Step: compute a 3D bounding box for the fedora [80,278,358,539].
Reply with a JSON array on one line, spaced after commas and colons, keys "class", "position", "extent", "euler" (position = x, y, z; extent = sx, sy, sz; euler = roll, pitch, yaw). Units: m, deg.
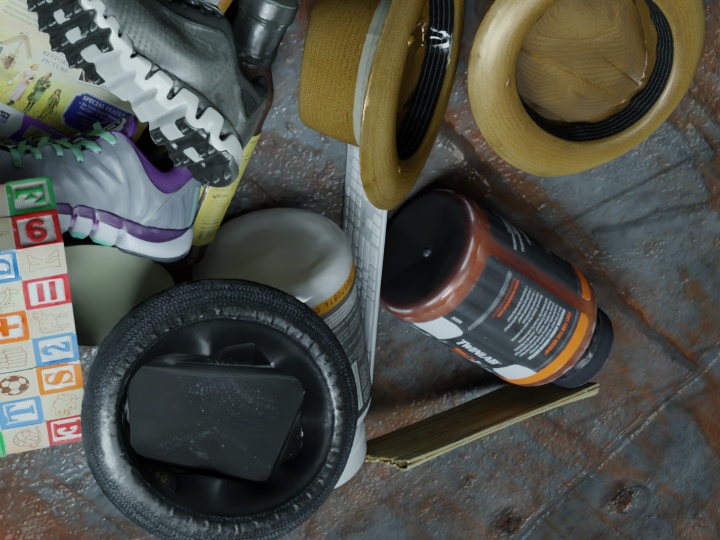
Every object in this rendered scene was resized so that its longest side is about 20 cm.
[{"class": "fedora", "position": [-0.104, 0.092, 1.317], "extent": [0.200, 0.092, 0.201], "euler": [-5, 100, -28]}]

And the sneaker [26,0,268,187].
[{"class": "sneaker", "position": [-0.132, -0.149, 1.230], "extent": [0.200, 0.066, 0.091], "euler": [46, 59, -22]}]

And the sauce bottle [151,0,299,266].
[{"class": "sauce bottle", "position": [-0.097, -0.100, 1.323], "extent": [0.065, 0.065, 0.200], "euler": [12, 116, -34]}]

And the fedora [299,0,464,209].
[{"class": "fedora", "position": [0.009, -0.139, 1.296], "extent": [0.082, 0.201, 0.201], "euler": [14, 125, 13]}]

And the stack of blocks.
[{"class": "stack of blocks", "position": [-0.240, 0.037, 1.237], "extent": [0.115, 0.059, 0.200], "euler": [-10, 140, -9]}]

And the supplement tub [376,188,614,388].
[{"class": "supplement tub", "position": [0.109, 0.023, 1.492], "extent": [0.200, 0.107, 0.107], "euler": [31, 105, -39]}]

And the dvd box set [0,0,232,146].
[{"class": "dvd box set", "position": [-0.190, -0.141, 1.267], "extent": [0.146, 0.029, 0.200], "euler": [23, 110, -37]}]

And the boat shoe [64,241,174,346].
[{"class": "boat shoe", "position": [-0.228, 0.017, 1.331], "extent": [0.199, 0.063, 0.071], "euler": [-5, 97, -20]}]

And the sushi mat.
[{"class": "sushi mat", "position": [0.085, 0.119, 1.536], "extent": [0.200, 0.096, 0.012], "euler": [-19, 102, -32]}]

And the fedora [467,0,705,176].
[{"class": "fedora", "position": [0.151, -0.164, 1.396], "extent": [0.200, 0.082, 0.201], "euler": [-15, 129, -19]}]

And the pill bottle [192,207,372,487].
[{"class": "pill bottle", "position": [-0.052, 0.063, 1.429], "extent": [0.116, 0.116, 0.200], "euler": [-20, 129, -14]}]

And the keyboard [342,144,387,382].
[{"class": "keyboard", "position": [0.000, 0.000, 1.451], "extent": [0.011, 0.056, 0.200], "euler": [-11, 127, -22]}]

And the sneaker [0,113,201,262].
[{"class": "sneaker", "position": [-0.193, -0.070, 1.257], "extent": [0.200, 0.074, 0.088], "euler": [13, 103, -32]}]
